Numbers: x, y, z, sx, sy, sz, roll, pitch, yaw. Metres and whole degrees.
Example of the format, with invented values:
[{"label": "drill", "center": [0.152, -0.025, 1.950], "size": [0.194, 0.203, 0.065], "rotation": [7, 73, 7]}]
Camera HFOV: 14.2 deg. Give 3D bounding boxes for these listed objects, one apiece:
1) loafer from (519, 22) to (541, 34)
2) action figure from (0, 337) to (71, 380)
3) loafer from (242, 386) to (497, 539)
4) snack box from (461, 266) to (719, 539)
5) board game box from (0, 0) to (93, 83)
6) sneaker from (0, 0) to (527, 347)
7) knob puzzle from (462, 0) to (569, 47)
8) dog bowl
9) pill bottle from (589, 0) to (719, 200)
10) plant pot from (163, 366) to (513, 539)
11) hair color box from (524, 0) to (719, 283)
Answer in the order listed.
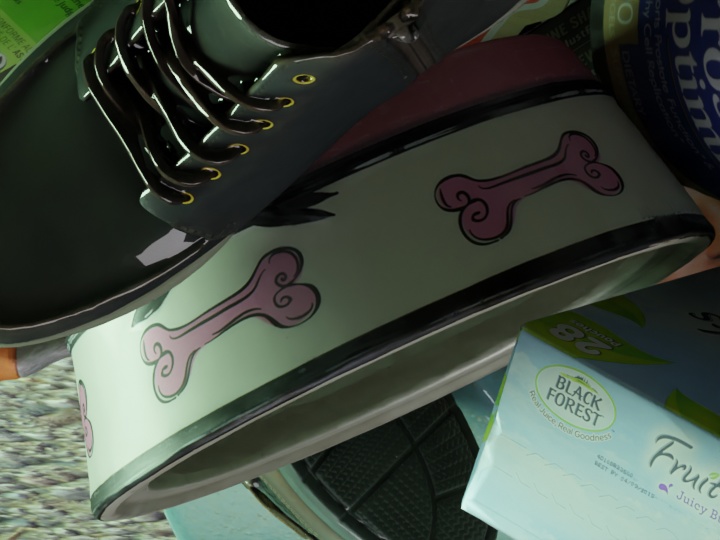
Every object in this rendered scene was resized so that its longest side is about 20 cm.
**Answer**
[{"label": "loafer", "center": [-0.037, -0.078, 0.968], "size": [0.198, 0.072, 0.073], "rotation": [8, 163, -12]}, {"label": "action figure", "center": [-0.168, 0.000, 0.962], "size": [0.192, 0.105, 0.200], "rotation": [18, -160, 21]}, {"label": "loafer", "center": [-0.035, 0.031, 0.975], "size": [0.200, 0.072, 0.063], "rotation": [48, 146, -2]}, {"label": "snack box", "center": [0.155, 0.063, 0.862], "size": [0.168, 0.068, 0.199], "rotation": [29, -155, 28]}, {"label": "board game box", "center": [-0.078, -0.100, 0.770], "size": [0.101, 0.048, 0.200], "rotation": [-27, 138, 16]}, {"label": "sneaker", "center": [-0.046, -0.048, 0.710], "size": [0.200, 0.075, 0.106], "rotation": [-37, 176, 15]}, {"label": "knob puzzle", "center": [-0.025, -0.098, 0.852], "size": [0.218, 0.031, 0.220], "rotation": [-2, 143, -1]}, {"label": "dog bowl", "center": [0.000, 0.000, 0.849], "size": [0.199, 0.074, 0.200], "rotation": [-24, 173, -3]}, {"label": "pill bottle", "center": [0.153, -0.068, 0.799], "size": [0.111, 0.113, 0.200], "rotation": [10, -179, -21]}, {"label": "plant pot", "center": [0.019, 0.018, 1.094], "size": [0.195, 0.197, 0.200], "rotation": [-5, 143, 27]}, {"label": "hair color box", "center": [0.130, -0.019, 0.997], "size": [0.101, 0.061, 0.200], "rotation": [-32, 134, 14]}]
